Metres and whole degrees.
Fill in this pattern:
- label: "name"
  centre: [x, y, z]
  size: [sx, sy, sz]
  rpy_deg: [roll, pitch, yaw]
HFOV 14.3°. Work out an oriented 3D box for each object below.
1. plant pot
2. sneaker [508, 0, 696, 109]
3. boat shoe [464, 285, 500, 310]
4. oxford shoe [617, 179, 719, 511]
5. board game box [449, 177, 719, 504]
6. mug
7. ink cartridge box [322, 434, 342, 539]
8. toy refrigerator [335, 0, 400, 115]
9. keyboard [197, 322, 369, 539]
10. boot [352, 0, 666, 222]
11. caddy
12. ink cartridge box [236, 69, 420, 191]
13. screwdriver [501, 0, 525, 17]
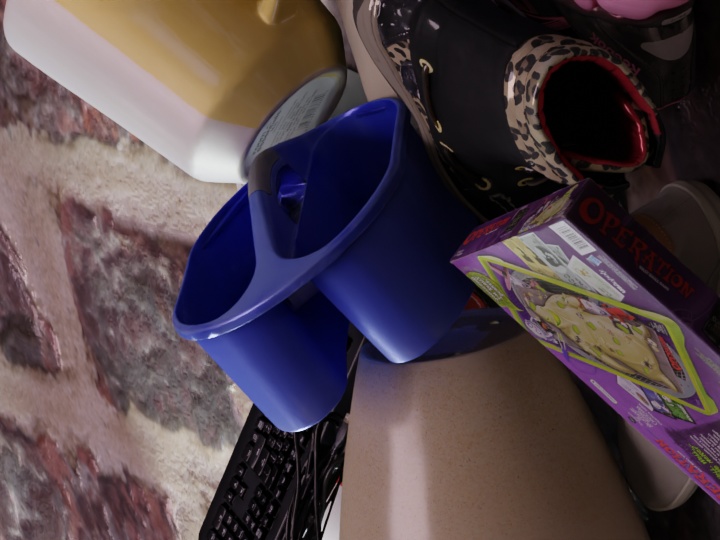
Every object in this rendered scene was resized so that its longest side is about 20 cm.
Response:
- label: "plant pot"
  centre: [0.063, 0.128, 1.480]
  size: [0.187, 0.187, 0.201]
  rpy_deg: [14, 119, 61]
- label: "sneaker"
  centre: [0.098, -0.136, 1.387]
  size: [0.200, 0.079, 0.096]
  rpy_deg: [40, 152, 51]
- label: "boat shoe"
  centre: [0.067, 0.091, 1.583]
  size: [0.063, 0.071, 0.201]
  rpy_deg: [-127, 22, -65]
- label: "oxford shoe"
  centre: [0.142, 0.042, 1.420]
  size: [0.075, 0.058, 0.201]
  rpy_deg: [45, 147, 38]
- label: "board game box"
  centre: [0.144, 0.042, 1.330]
  size: [0.200, 0.032, 0.120]
  rpy_deg: [42, 153, -12]
- label: "mug"
  centre: [-0.091, -0.132, 1.534]
  size: [0.153, 0.149, 0.187]
  rpy_deg: [44, 173, 15]
- label: "ink cartridge box"
  centre: [-0.017, 0.136, 1.668]
  size: [0.160, 0.047, 0.200]
  rpy_deg: [32, 167, 47]
- label: "toy refrigerator"
  centre: [0.021, -0.190, 1.492]
  size: [0.070, 0.076, 0.201]
  rpy_deg: [-16, 91, 65]
- label: "keyboard"
  centre: [-0.039, 0.089, 1.553]
  size: [0.104, 0.040, 0.201]
  rpy_deg: [39, 113, 47]
- label: "boot"
  centre: [0.091, -0.058, 1.360]
  size: [0.154, 0.073, 0.204]
  rpy_deg: [34, 167, 52]
- label: "caddy"
  centre: [-0.022, -0.013, 1.437]
  size: [0.105, 0.141, 0.200]
  rpy_deg: [52, -163, -17]
- label: "ink cartridge box"
  centre: [0.000, 0.000, 1.653]
  size: [0.146, 0.085, 0.201]
  rpy_deg: [28, 133, 56]
- label: "screwdriver"
  centre: [0.028, -0.167, 1.451]
  size: [0.200, 0.028, 0.029]
  rpy_deg: [41, 167, 1]
